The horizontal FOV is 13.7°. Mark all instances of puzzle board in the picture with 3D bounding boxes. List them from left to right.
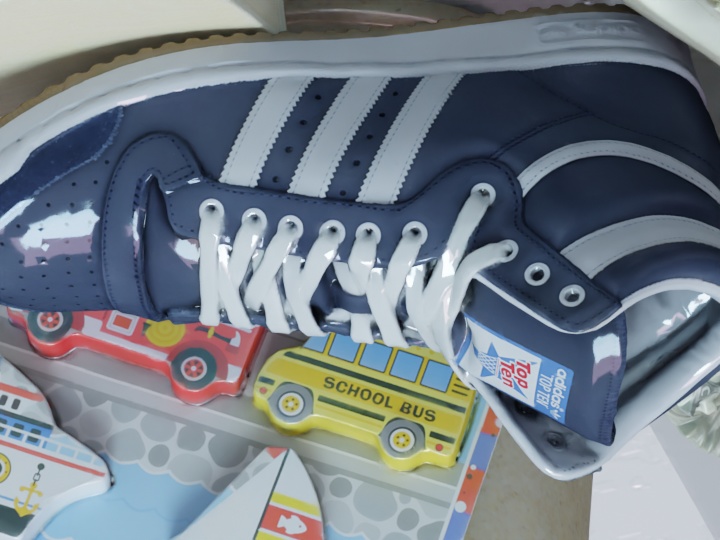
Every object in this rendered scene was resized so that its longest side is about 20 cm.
[{"bbox_3d":[-0.058,0.013,0.777,0.199,0.151,0.017,17,155,9],"label":"puzzle board"}]

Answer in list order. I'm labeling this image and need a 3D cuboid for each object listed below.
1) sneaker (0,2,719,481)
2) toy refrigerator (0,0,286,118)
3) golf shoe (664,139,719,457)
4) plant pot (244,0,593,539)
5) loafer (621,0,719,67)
[{"bbox_3d":[0.000,0.000,0.725,0.199,0.109,0.070,-11,142,-9],"label":"sneaker"},{"bbox_3d":[-0.126,-0.075,0.755,0.199,0.070,0.076,-14,163,19],"label":"toy refrigerator"},{"bbox_3d":[0.110,0.012,0.877,0.078,0.097,0.200,-51,135,0],"label":"golf shoe"},{"bbox_3d":[-0.008,0.055,0.856,0.199,0.184,0.201,-2,143,-2],"label":"plant pot"},{"bbox_3d":[0.124,-0.072,0.749,0.199,0.076,0.068,33,122,-7],"label":"loafer"}]
